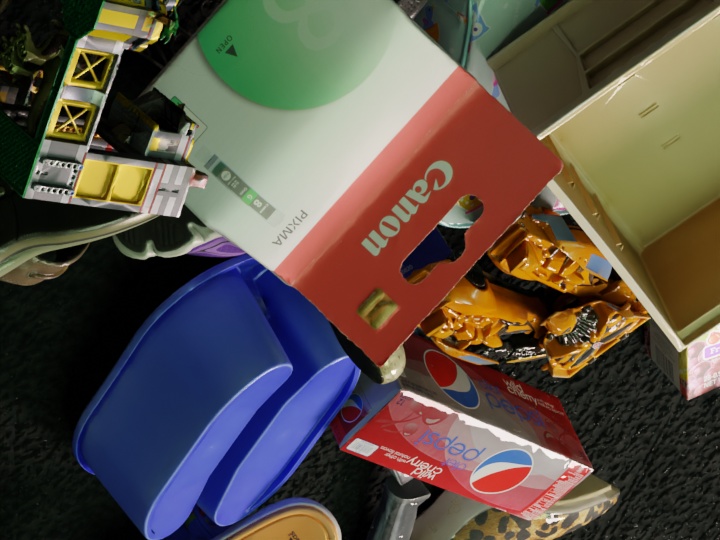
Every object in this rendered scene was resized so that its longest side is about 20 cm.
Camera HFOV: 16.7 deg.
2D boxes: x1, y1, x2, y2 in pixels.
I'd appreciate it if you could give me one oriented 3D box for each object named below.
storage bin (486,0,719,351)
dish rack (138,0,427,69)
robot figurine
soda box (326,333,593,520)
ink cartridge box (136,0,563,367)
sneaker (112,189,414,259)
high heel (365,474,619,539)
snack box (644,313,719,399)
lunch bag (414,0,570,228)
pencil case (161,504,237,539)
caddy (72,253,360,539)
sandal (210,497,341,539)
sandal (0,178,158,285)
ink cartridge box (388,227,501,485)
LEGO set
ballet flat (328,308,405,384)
[{"bbox_3d":[0.211,-0.091,1.451,0.198,0.094,0.200,-34,127,11],"label":"storage bin"},{"bbox_3d":[-0.061,-0.162,1.403,0.200,0.055,0.154,32,102,-42],"label":"dish rack"},{"bbox_3d":[0.113,0.017,1.569,0.145,0.058,0.200,-38,149,22],"label":"robot figurine"},{"bbox_3d":[0.061,0.100,1.613,0.199,0.070,0.063,25,119,-42],"label":"soda box"},{"bbox_3d":[-0.013,-0.068,1.351,0.161,0.200,0.050,-47,177,8],"label":"ink cartridge box"},{"bbox_3d":[-0.049,-0.046,1.439,0.083,0.199,0.081,13,76,-66],"label":"sneaker"},{"bbox_3d":[0.085,0.202,1.769,0.199,0.072,0.143,-1,127,-26],"label":"high heel"},{"bbox_3d":[0.282,-0.028,1.718,0.168,0.068,0.201,-22,131,-16],"label":"snack box"},{"bbox_3d":[0.104,-0.125,1.520,0.159,0.077,0.201,-11,129,-28],"label":"lunch bag"},{"bbox_3d":[-0.144,0.239,1.640,0.200,0.087,0.078,-46,175,7],"label":"pencil case"},{"bbox_3d":[-0.095,0.073,1.524,0.141,0.105,0.200,-4,138,-50],"label":"caddy"},{"bbox_3d":[-0.104,0.217,1.565,0.206,0.059,0.079,-38,96,6],"label":"sandal"},{"bbox_3d":[-0.201,-0.023,1.411,0.200,0.080,0.057,-24,150,-4],"label":"sandal"},{"bbox_3d":[0.034,0.050,1.637,0.099,0.039,0.201,-31,134,-8],"label":"ink cartridge box"},{"bbox_3d":[-0.143,-0.115,1.288,0.115,0.200,0.155,7,104,-40],"label":"LEGO set"},{"bbox_3d":[0.000,0.000,1.466,0.056,0.200,0.067,-18,123,-2],"label":"ballet flat"}]
